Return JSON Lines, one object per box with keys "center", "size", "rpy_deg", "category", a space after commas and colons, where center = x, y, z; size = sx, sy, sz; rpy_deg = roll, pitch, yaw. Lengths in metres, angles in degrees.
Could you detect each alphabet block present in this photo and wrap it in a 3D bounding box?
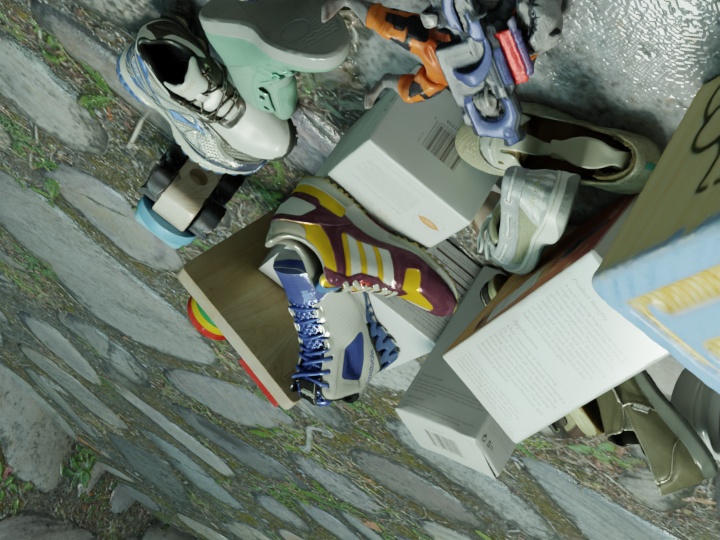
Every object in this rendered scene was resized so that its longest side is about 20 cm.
{"center": [0.314, -0.028, 0.896], "size": [0.196, 0.201, 0.195], "rpy_deg": [38, 158, -10], "category": "alphabet block"}

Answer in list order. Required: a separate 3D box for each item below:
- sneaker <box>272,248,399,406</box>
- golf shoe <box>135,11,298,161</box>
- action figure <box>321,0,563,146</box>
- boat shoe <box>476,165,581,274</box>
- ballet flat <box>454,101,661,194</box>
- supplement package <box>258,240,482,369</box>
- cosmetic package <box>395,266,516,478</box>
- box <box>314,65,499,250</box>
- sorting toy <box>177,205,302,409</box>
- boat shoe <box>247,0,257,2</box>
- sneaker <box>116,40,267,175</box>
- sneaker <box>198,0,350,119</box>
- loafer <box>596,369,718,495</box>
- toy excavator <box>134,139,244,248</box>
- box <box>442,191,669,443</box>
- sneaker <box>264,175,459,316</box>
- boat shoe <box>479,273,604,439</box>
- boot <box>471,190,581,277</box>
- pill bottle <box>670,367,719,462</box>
{"center": [-0.036, 0.079, 1.399], "size": [0.080, 0.116, 0.200], "rpy_deg": [9, 146, 41], "category": "sneaker"}
{"center": [-0.154, -0.177, 1.333], "size": [0.199, 0.078, 0.095], "rpy_deg": [39, -160, -3], "category": "golf shoe"}
{"center": [0.069, -0.203, 1.033], "size": [0.191, 0.105, 0.201], "rpy_deg": [2, 132, 26], "category": "action figure"}
{"center": [0.136, -0.047, 1.121], "size": [0.064, 0.075, 0.202], "rpy_deg": [20, 171, -1], "category": "boat shoe"}
{"center": [0.160, -0.109, 1.111], "size": [0.198, 0.068, 0.062], "rpy_deg": [11, -176, 31], "category": "ballet flat"}
{"center": [0.010, 0.000, 1.474], "size": [0.199, 0.111, 0.156], "rpy_deg": [39, 157, -9], "category": "supplement package"}
{"center": [0.139, 0.103, 1.386], "size": [0.112, 0.201, 0.081], "rpy_deg": [18, 152, 39], "category": "cosmetic package"}
{"center": [0.041, -0.093, 1.268], "size": [0.124, 0.098, 0.200], "rpy_deg": [38, 156, -10], "category": "box"}
{"center": [-0.100, 0.050, 1.535], "size": [0.199, 0.200, 0.070], "rpy_deg": [50, 132, 4], "category": "sorting toy"}
{"center": [-0.053, -0.255, 1.086], "size": [0.093, 0.074, 0.200], "rpy_deg": [54, 156, 3], "category": "boat shoe"}
{"center": [-0.179, -0.182, 1.424], "size": [0.199, 0.077, 0.085], "rpy_deg": [38, 153, -10], "category": "sneaker"}
{"center": [-0.063, -0.195, 1.234], "size": [0.199, 0.074, 0.119], "rpy_deg": [25, 151, 46], "category": "sneaker"}
{"center": [0.255, 0.130, 1.244], "size": [0.201, 0.069, 0.075], "rpy_deg": [54, -176, 33], "category": "loafer"}
{"center": [-0.235, -0.082, 1.638], "size": [0.100, 0.195, 0.200], "rpy_deg": [38, 129, -11], "category": "toy excavator"}
{"center": [0.195, 0.034, 1.136], "size": [0.107, 0.152, 0.200], "rpy_deg": [49, 133, -1], "category": "box"}
{"center": [0.000, 0.000, 1.261], "size": [0.199, 0.091, 0.075], "rpy_deg": [35, 157, -3], "category": "sneaker"}
{"center": [0.171, 0.094, 1.290], "size": [0.064, 0.073, 0.201], "rpy_deg": [-28, 107, 28], "category": "boat shoe"}
{"center": [0.211, -0.020, 1.236], "size": [0.200, 0.071, 0.146], "rpy_deg": [41, 150, -18], "category": "boot"}
{"center": [0.399, 0.142, 1.223], "size": [0.199, 0.114, 0.113], "rpy_deg": [7, 145, 49], "category": "pill bottle"}
